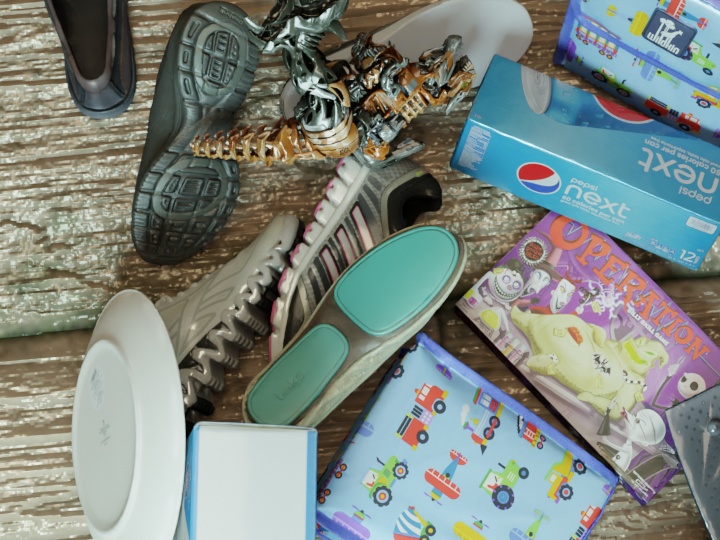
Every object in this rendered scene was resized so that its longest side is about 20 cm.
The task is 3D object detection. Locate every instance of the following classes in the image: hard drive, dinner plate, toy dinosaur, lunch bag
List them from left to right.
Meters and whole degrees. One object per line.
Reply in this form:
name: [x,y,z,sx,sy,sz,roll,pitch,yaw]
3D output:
dinner plate: [-0.167,0.114,1.324,0.024,0.200,0.203,2,76,-27]
toy dinosaur: [-0.020,-0.126,1.361,0.199,0.102,0.137,-30,112,-22]
lunch bag: [0.079,0.166,1.362,0.199,0.094,0.151,34,78,-1]
lunch bag: [0.228,-0.178,1.356,0.150,0.200,0.095,32,80,8]
hard drive: [0.304,0.165,1.356,0.134,0.042,0.202,-25,87,-8]

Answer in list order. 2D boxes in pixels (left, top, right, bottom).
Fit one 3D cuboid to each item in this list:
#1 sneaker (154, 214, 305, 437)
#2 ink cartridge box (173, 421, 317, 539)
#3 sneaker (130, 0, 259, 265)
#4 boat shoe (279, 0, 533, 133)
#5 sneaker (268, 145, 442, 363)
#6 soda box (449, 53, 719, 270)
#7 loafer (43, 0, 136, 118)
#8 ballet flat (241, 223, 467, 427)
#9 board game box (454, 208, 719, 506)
sneaker: [-0.113,0.035,1.400,0.081,0.075,0.201,33,81,17]
ink cartridge box: [-0.082,0.188,1.294,0.083,0.200,0.147,2,77,-9]
sneaker: [-0.126,-0.103,1.428,0.075,0.091,0.202,14,100,-22]
boat shoe: [0.030,-0.159,1.437,0.198,0.057,0.069,-21,110,-3]
sneaker: [0.000,0.000,1.398,0.087,0.074,0.201,21,75,12]
soda box: [0.171,-0.079,1.398,0.198,0.064,0.068,23,57,2]
loafer: [-0.209,-0.218,1.457,0.071,0.063,0.202,-13,78,-1]
ballet flat: [-0.005,0.044,1.347,0.200,0.062,0.068,-42,71,-3]
board game box: [0.178,0.057,1.405,0.120,0.032,0.200,-43,80,-11]
